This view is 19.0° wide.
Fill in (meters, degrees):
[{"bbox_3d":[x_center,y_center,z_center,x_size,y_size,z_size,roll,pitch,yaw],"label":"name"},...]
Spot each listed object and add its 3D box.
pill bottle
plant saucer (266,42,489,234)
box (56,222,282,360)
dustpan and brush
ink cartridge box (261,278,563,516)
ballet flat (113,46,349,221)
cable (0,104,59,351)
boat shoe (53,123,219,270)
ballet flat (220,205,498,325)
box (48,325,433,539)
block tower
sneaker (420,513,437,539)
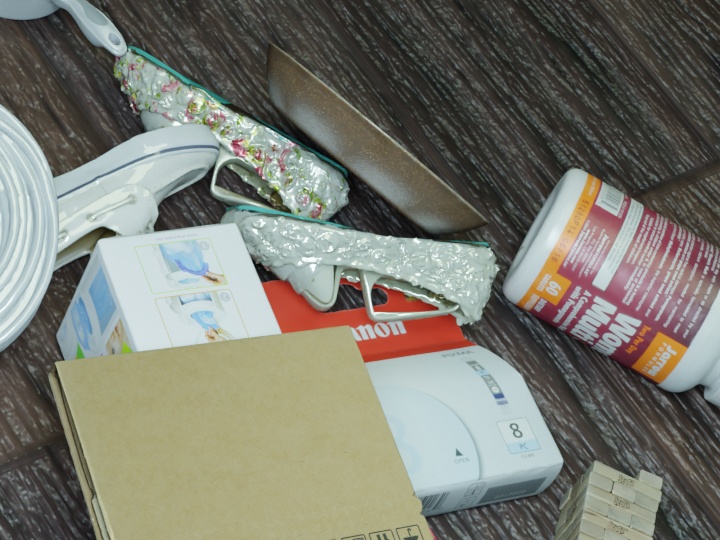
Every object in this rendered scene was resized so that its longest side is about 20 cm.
[{"bbox_3d":[0.212,0.019,1.557,0.199,0.110,0.110,30,47,0],"label":"pill bottle"},{"bbox_3d":[0.003,-0.084,1.509,0.200,0.037,0.200,39,3,-2],"label":"plant saucer"},{"bbox_3d":[-0.104,0.087,1.350,0.101,0.113,0.201,-7,58,-30],"label":"box"},{"bbox_3d":[-0.234,-0.213,1.565,0.139,0.057,0.200,-24,67,-37],"label":"dustpan and brush"},{"bbox_3d":[0.029,0.072,1.470,0.159,0.047,0.201,-7,59,-30],"label":"ink cartridge box"},{"bbox_3d":[-0.101,-0.088,1.527,0.199,0.076,0.064,30,78,6],"label":"ballet flat"},{"bbox_3d":[-0.288,-0.024,1.346,0.198,0.069,0.201,-21,78,-15],"label":"cable"},{"bbox_3d":[-0.172,-0.034,1.443,0.199,0.071,0.070,-25,75,-30],"label":"boat shoe"},{"bbox_3d":[0.000,0.000,1.480,0.198,0.072,0.072,9,50,-10],"label":"ballet flat"},{"bbox_3d":[-0.068,0.114,1.257,0.198,0.021,0.165,-6,60,-29],"label":"box"},{"bbox_3d":[0.152,0.217,1.408,0.057,0.054,0.201,24,47,-6],"label":"block tower"},{"bbox_3d":[0.038,0.234,1.340,0.083,0.077,0.201,-30,74,0],"label":"sneaker"}]
